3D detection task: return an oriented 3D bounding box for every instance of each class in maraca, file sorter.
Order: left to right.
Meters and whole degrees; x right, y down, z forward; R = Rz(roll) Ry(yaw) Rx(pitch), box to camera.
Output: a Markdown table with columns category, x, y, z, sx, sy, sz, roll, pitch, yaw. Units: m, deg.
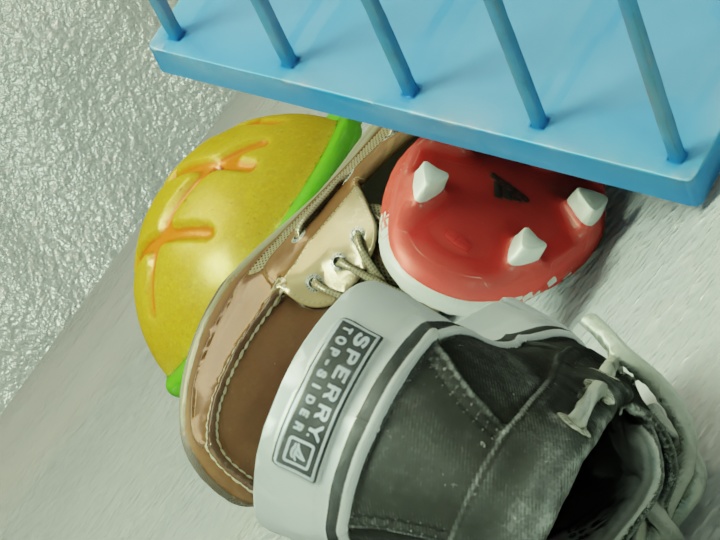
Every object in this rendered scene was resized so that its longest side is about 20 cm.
| category | x | y | z | sx | sy | sz | roll | pitch | yaw |
| --- | --- | --- | --- | --- | --- | --- | --- | --- | --- |
| maraca | -0.038 | -0.016 | 1.094 | 0.137 | 0.107 | 0.200 | -49 | 8 | 27 |
| file sorter | 0.031 | -0.130 | 0.746 | 0.139 | 0.200 | 0.123 | -58 | -35 | -25 |

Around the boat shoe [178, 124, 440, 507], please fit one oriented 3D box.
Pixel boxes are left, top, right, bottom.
| category | x | y | z | sx | sy | sz | roll | pitch | yaw |
| --- | --- | --- | --- | --- | --- | --- | --- | --- | --- |
| boat shoe | 0.000 | 0.000 | 0.938 | 0.200 | 0.076 | 0.072 | -58 | 12 | -24 |

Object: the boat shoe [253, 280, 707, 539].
| category | x | y | z | sx | sy | sz | roll | pitch | yaw |
| --- | --- | --- | --- | --- | --- | --- | --- | --- | --- |
| boat shoe | 0.039 | 0.044 | 0.535 | 0.074 | 0.068 | 0.199 | -64 | -16 | -4 |

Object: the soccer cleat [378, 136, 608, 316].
| category | x | y | z | sx | sy | sz | roll | pitch | yaw |
| --- | --- | --- | --- | --- | --- | --- | --- | --- | --- |
| soccer cleat | 0.046 | -0.026 | 0.832 | 0.085 | 0.069 | 0.200 | -58 | 1 | 33 |
